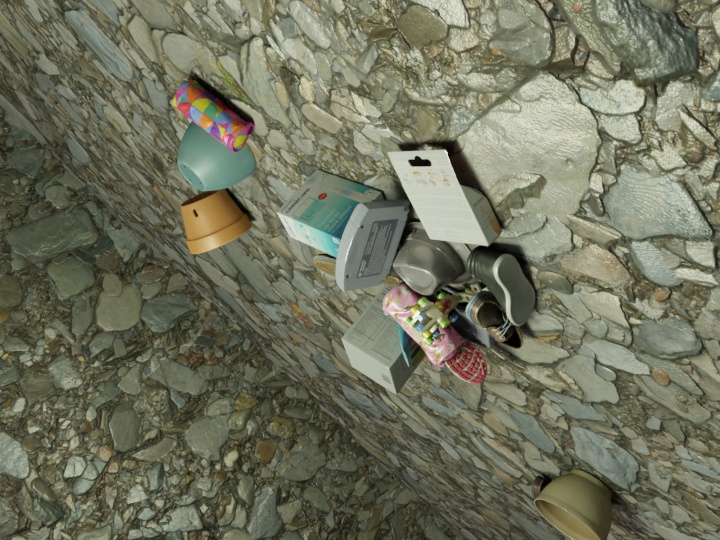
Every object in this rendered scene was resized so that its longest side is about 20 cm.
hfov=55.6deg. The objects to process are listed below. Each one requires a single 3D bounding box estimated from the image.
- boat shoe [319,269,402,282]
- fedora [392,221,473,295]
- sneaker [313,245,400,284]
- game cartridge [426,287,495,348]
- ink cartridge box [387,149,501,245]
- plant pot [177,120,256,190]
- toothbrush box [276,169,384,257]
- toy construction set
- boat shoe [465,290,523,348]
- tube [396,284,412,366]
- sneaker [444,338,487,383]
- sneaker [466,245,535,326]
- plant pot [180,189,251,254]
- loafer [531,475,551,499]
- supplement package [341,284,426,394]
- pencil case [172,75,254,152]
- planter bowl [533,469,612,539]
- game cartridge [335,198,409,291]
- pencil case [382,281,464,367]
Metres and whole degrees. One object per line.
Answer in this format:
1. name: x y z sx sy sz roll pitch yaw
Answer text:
1. boat shoe: 0.001 0.001 1.584 0.200 0.065 0.075 -1 148 7
2. fedora: 0.137 -0.011 1.422 0.177 0.090 0.199 51 156 -25
3. sneaker: 0.000 -0.040 1.527 0.198 0.113 0.071 10 159 5
4. game cartridge: 0.217 0.098 1.554 0.199 0.041 0.134 28 152 30
5. ink cartridge box: 0.151 -0.141 1.234 0.162 0.050 0.201 11 135 53
6. plant pot: -0.383 -0.280 1.731 0.199 0.135 0.200 35 158 16
7. toothbrush box: -0.057 -0.120 1.471 0.199 0.147 0.086 25 154 39
8. toy construction set: 0.174 0.082 1.410 0.092 0.199 0.131 57 153 24
9. boat shoe: 0.282 0.103 1.381 0.072 0.072 0.200 42 -175 40
10. tube: 0.104 0.119 1.593 0.050 0.201 0.078 -10 138 16
11. sneaker: 0.210 0.180 1.566 0.200 0.081 0.075 41 175 21
12. sneaker: 0.268 0.023 1.312 0.099 0.071 0.200 35 164 47
13. plant pot: -0.438 -0.156 2.014 0.199 0.199 0.141 7 124 55
14. loafer: 0.585 0.680 2.032 0.200 0.073 0.071 45 148 -22
15. supplement package: 0.081 0.167 1.707 0.150 0.200 0.152 29 156 27
16. pencil case: -0.341 -0.361 1.583 0.200 0.088 0.088 40 159 9
17. planter bowl: 0.582 0.618 1.811 0.200 0.135 0.201 35 158 17
18. game cartridge: 0.018 -0.051 1.383 0.041 0.132 0.201 42 129 36
19. pencil case: 0.138 0.117 1.508 0.200 0.083 0.087 46 129 14
